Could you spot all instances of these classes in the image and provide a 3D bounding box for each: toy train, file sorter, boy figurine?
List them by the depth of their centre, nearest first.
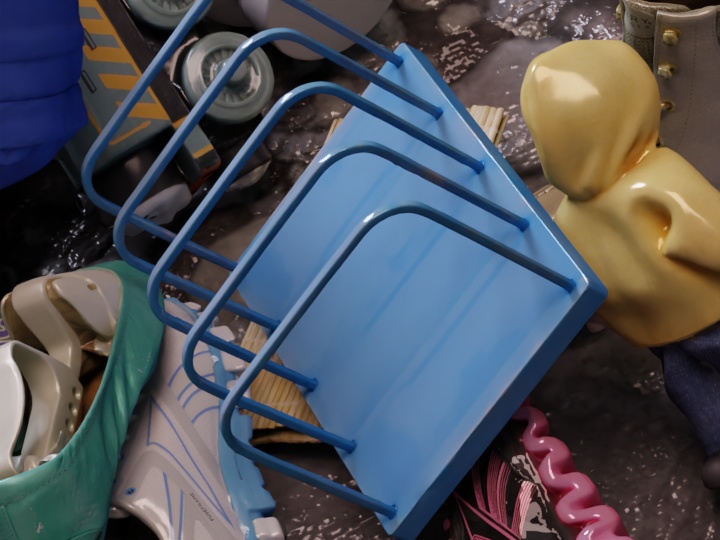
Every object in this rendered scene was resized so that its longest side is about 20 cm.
[{"bbox_3d":[-0.018,-0.012,1.256,0.139,0.122,0.200,-53,39,16],"label":"file sorter"},{"bbox_3d":[0.127,-0.005,1.257,0.064,0.124,0.201,-32,92,-32],"label":"boy figurine"},{"bbox_3d":[-0.126,-0.114,1.426,0.114,0.085,0.201,-32,88,-22],"label":"toy train"}]

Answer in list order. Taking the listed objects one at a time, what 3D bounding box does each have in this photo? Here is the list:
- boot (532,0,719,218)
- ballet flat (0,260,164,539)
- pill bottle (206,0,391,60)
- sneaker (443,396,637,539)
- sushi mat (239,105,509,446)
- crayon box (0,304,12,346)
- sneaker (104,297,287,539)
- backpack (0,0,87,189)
[{"bbox_3d":[0.122,-0.066,1.324,0.199,0.155,0.072,-25,48,-9],"label":"boot"},{"bbox_3d":[-0.127,0.044,1.253,0.067,0.071,0.201,-15,37,18],"label":"ballet flat"},{"bbox_3d":[-0.067,-0.194,1.503,0.111,0.112,0.200,-33,52,-15],"label":"pill bottle"},{"bbox_3d":[0.060,0.116,1.251,0.095,0.079,0.200,-34,50,-1],"label":"sneaker"},{"bbox_3d":[0.000,0.000,1.379,0.095,0.012,0.201,-2,48,31],"label":"sushi mat"},{"bbox_3d":[-0.234,0.077,1.282,0.199,0.052,0.126,-16,59,-1],"label":"crayon box"},{"bbox_3d":[-0.090,0.086,1.282,0.086,0.075,0.201,4,43,-25],"label":"sneaker"},{"bbox_3d":[-0.220,-0.083,1.323,0.199,0.169,0.163,-6,13,4],"label":"backpack"}]
